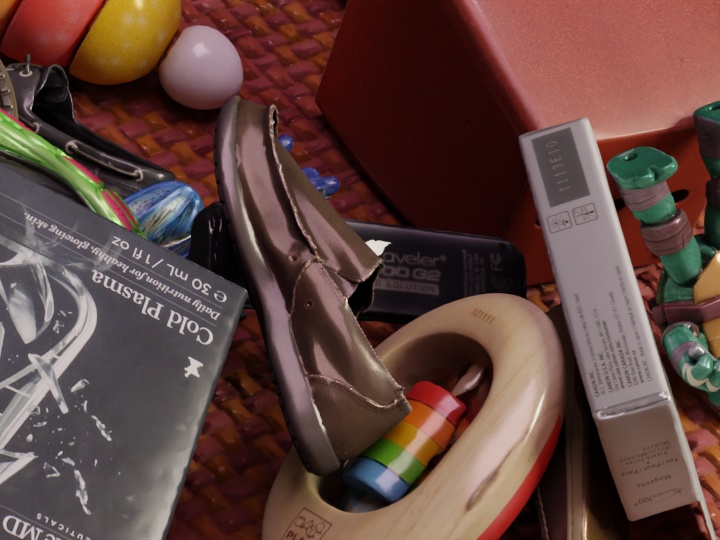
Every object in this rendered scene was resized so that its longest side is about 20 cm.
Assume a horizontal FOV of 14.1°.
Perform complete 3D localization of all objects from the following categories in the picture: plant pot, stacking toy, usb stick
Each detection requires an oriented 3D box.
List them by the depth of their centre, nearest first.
[{"bbox_3d":[0.000,0.000,1.563,0.199,0.033,0.056,6,77,-28],"label":"usb stick"},{"bbox_3d":[0.113,-0.103,1.672,0.199,0.200,0.177,-10,58,-23],"label":"plant pot"},{"bbox_3d":[-0.159,-0.156,1.726,0.200,0.146,0.146,35,43,-4],"label":"stacking toy"}]

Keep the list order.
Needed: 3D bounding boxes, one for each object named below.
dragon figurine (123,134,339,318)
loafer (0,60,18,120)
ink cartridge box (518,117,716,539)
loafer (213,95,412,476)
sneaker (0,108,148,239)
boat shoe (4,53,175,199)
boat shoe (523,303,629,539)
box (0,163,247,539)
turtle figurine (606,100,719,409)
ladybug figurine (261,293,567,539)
[{"bbox_3d":[-0.103,-0.009,1.573,0.199,0.100,0.059,-23,52,-33],"label":"dragon figurine"},{"bbox_3d":[-0.213,-0.040,1.577,0.076,0.068,0.201,-11,63,-12],"label":"loafer"},{"bbox_3d":[0.138,0.048,1.531,0.043,0.174,0.201,-16,48,5],"label":"ink cartridge box"},{"bbox_3d":[-0.023,0.003,1.468,0.071,0.073,0.201,-17,76,-2],"label":"loafer"},{"bbox_3d":[-0.186,-0.032,1.507,0.200,0.077,0.084,35,90,12],"label":"sneaker"},{"bbox_3d":[-0.184,-0.085,1.640,0.200,0.066,0.070,38,11,25],"label":"boat shoe"},{"bbox_3d":[0.096,0.100,1.539,0.072,0.072,0.201,-17,42,14],"label":"boat shoe"},{"bbox_3d":[-0.186,0.067,1.394,0.199,0.124,0.197,27,53,-13],"label":"box"},{"bbox_3d":[0.203,0.016,1.585,0.100,0.201,0.150,0,29,43],"label":"turtle figurine"},{"bbox_3d":[0.032,0.102,1.473,0.200,0.072,0.136,-48,40,-14],"label":"ladybug figurine"}]
